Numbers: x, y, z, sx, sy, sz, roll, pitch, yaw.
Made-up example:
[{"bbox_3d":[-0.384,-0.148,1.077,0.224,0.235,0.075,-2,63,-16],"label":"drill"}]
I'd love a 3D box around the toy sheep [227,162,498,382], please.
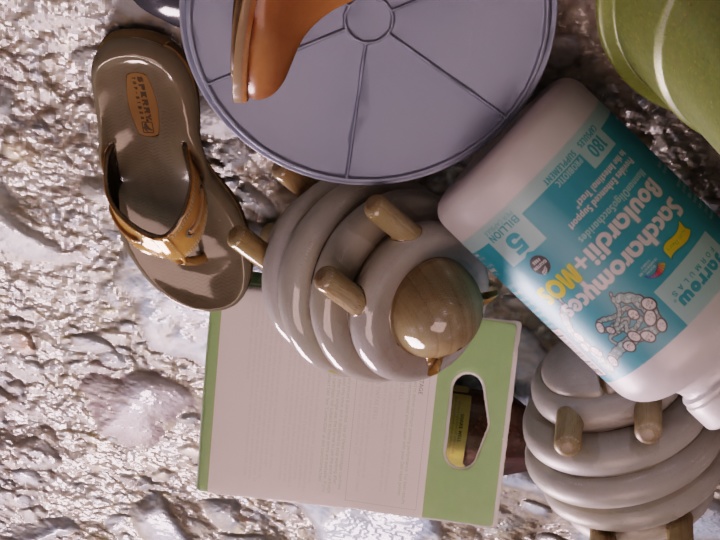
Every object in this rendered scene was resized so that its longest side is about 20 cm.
[{"bbox_3d":[0.000,0.000,1.048,0.200,0.138,0.138,31,162,49],"label":"toy sheep"}]

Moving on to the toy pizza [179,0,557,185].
[{"bbox_3d":[0.004,-0.139,0.943,0.200,0.032,0.200,0,119,-1],"label":"toy pizza"}]

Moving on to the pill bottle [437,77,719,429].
[{"bbox_3d":[0.147,-0.004,0.987,0.200,0.111,0.111,43,133,-3],"label":"pill bottle"}]

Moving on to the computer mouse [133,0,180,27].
[{"bbox_3d":[-0.036,-0.137,0.975,0.200,0.034,0.059,14,138,-6],"label":"computer mouse"}]

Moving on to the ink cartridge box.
[{"bbox_3d":[-0.003,0.083,1.152,0.200,0.048,0.146,6,104,3],"label":"ink cartridge box"}]

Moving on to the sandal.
[{"bbox_3d":[-0.119,-0.049,1.058,0.080,0.054,0.200,-3,128,11],"label":"sandal"}]

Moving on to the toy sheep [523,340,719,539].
[{"bbox_3d":[0.164,0.102,1.108,0.138,0.138,0.200,-5,117,16],"label":"toy sheep"}]

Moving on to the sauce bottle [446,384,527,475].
[{"bbox_3d":[0.066,0.111,1.210,0.200,0.066,0.066,9,139,4],"label":"sauce bottle"}]

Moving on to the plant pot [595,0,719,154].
[{"bbox_3d":[0.232,-0.090,0.816,0.200,0.190,0.200,-9,135,-9],"label":"plant pot"}]

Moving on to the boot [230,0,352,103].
[{"bbox_3d":[0.022,-0.159,0.880,0.155,0.077,0.200,14,110,-12],"label":"boot"}]
